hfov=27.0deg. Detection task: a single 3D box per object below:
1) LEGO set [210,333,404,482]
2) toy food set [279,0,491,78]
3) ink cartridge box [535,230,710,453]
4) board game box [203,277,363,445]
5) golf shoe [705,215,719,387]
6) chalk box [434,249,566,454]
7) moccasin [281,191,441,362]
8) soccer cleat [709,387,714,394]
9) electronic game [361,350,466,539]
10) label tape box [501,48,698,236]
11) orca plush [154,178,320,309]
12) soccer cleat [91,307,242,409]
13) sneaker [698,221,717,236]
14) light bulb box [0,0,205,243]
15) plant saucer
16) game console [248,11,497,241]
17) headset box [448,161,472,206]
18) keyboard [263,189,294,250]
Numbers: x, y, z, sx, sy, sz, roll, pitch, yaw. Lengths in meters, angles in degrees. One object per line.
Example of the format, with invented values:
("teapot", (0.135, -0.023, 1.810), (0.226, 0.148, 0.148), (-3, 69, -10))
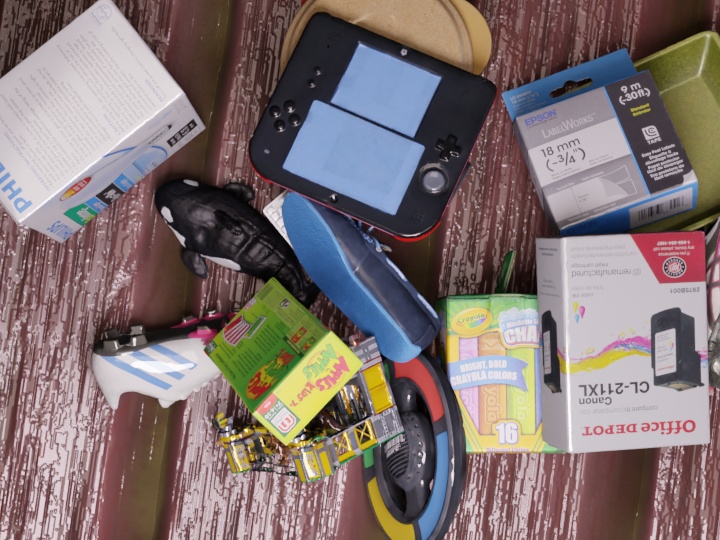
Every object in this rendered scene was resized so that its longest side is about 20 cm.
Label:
("LEGO set", (-0.060, 0.124, 1.462), (0.153, 0.200, 0.117), (-22, 99, -25))
("toy food set", (0.015, -0.206, 1.480), (0.197, 0.049, 0.201), (28, 85, 9))
("ink cartridge box", (0.248, 0.066, 1.413), (0.144, 0.083, 0.202), (-3, 92, -11))
("board game box", (-0.077, 0.081, 1.410), (0.102, 0.200, 0.048), (-47, 113, -3))
("golf shoe", (0.362, 0.014, 1.438), (0.077, 0.088, 0.202), (13, 98, -28))
("chalk box", (0.139, 0.081, 1.512), (0.123, 0.125, 0.202), (-1, 86, -2))
("moccasin", (0.000, 0.000, 1.468), (0.068, 0.080, 0.201), (-32, 84, -36))
("soccer cleat", (0.358, 0.072, 1.495), (0.199, 0.067, 0.077), (-32, 72, 24))
("electronic game", (0.049, 0.176, 1.473), (0.041, 0.200, 0.202), (1, 86, -24))
("label tape box", (0.233, -0.135, 1.497), (0.143, 0.063, 0.201), (-20, 64, 3))
("orca plush", (-0.130, -0.025, 1.538), (0.105, 0.071, 0.200), (-39, 88, -3))
("soccer cleat", (-0.175, 0.093, 1.541), (0.198, 0.070, 0.087), (-8, 109, -4))
("sneaker", (0.392, -0.009, 1.543), (0.197, 0.079, 0.131), (-4, 95, 9))
("light bulb box", (-0.275, -0.142, 1.479), (0.200, 0.198, 0.125), (-39, 86, -2))
("plant saucer", (0.315, -0.121, 1.534), (0.199, 0.048, 0.201), (-24, 63, 2))
("game console", (0.009, -0.136, 1.428), (0.199, 0.031, 0.178), (24, 83, 8))
("headset box", (0.017, -0.136, 1.545), (0.199, 0.077, 0.150), (31, 87, 2))
("keyboard", (-0.005, -0.102, 1.500), (0.200, 0.011, 0.056), (-40, 88, -1))
